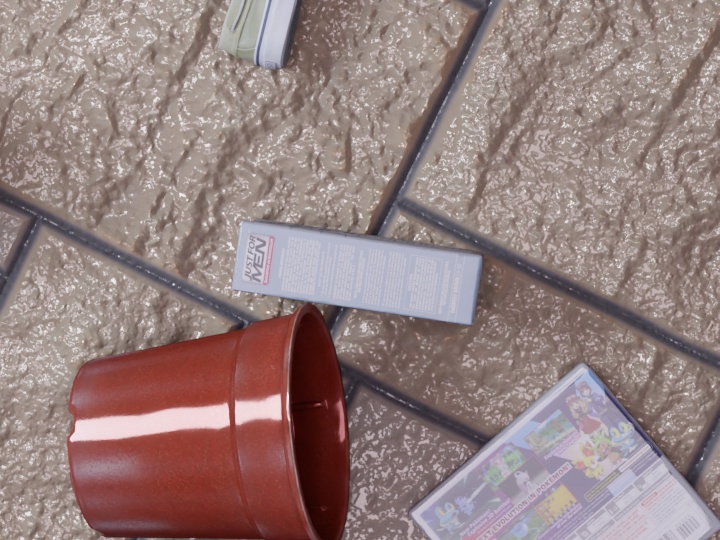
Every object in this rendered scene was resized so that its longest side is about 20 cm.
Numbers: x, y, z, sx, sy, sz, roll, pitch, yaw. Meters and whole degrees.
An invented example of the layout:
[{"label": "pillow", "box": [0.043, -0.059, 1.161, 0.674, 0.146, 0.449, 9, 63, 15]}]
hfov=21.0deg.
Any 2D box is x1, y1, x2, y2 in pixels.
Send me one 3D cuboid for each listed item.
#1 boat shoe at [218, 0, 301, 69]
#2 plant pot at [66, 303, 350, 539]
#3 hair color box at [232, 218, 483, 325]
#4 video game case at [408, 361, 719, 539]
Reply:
[{"label": "boat shoe", "box": [-0.072, -0.270, 1.624, 0.062, 0.072, 0.201, 13, 95, 1]}, {"label": "plant pot", "box": [-0.125, 0.137, 1.586, 0.194, 0.201, 0.202, -6, 91, 11]}, {"label": "hair color box", "box": [0.000, 0.000, 1.612, 0.199, 0.099, 0.061, 9, 93, 4]}, {"label": "video game case", "box": [0.173, 0.210, 1.645, 0.200, 0.023, 0.182, -41, 89, 5]}]
